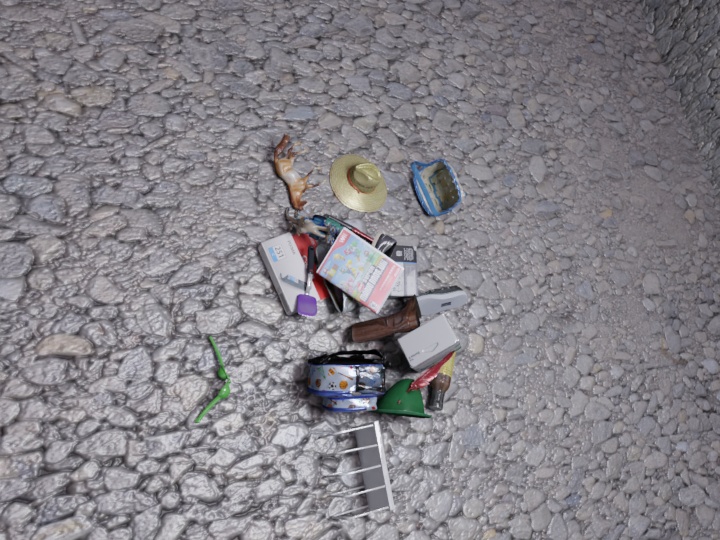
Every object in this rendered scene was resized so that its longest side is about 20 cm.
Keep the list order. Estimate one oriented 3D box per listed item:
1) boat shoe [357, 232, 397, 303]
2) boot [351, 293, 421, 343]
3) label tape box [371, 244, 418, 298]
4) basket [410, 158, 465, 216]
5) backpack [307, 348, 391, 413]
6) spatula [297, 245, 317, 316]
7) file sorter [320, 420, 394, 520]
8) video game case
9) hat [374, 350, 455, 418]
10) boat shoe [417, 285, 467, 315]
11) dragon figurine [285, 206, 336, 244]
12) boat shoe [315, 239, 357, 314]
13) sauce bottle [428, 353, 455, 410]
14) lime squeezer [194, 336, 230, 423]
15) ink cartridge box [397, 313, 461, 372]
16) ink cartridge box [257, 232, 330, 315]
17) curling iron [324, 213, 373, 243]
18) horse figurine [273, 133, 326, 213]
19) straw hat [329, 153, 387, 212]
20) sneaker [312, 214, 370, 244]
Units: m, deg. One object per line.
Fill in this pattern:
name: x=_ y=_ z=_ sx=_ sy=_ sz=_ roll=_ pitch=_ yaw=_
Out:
boat shoe: x=0.044 y=-0.002 z=1.589 sx=0.061 sy=0.073 sz=0.205 roll=17 pitch=83 yaw=19
boot: x=0.067 y=0.135 z=1.606 sx=0.187 sy=0.195 sz=0.066 roll=-60 pitch=131 yaw=-73
label tape box: x=0.067 y=0.003 z=1.665 sx=0.195 sy=0.063 sz=0.149 roll=2 pitch=82 yaw=-27
basket: x=0.236 y=-0.251 z=1.804 sx=0.199 sy=0.137 sz=0.180 roll=-7 pitch=72 yaw=-61
backpack: x=-0.042 y=0.275 z=1.463 sx=0.185 sy=0.199 sz=0.159 roll=10 pitch=77 yaw=-18
spatula: x=-0.135 y=0.026 z=1.537 sx=0.055 sy=0.021 sz=0.205 roll=13 pitch=65 yaw=-23
file sorter: x=-0.015 y=0.485 z=1.418 sx=0.121 sy=0.139 sz=0.206 roll=-4 pitch=73 yaw=-25
video game case: x=0.000 y=0.000 z=1.549 sx=0.198 sy=0.017 sz=0.145 roll=33 pitch=82 yaw=-2
hat: x=0.118 y=0.288 z=1.530 sx=0.196 sy=0.164 sz=0.181 roll=15 pitch=73 yaw=-31
boat shoe: x=0.226 y=0.085 z=1.740 sx=0.195 sy=0.070 sz=0.057 roll=-6 pitch=39 yaw=-22
dragon figurine: x=-0.136 y=-0.119 z=1.577 sx=0.098 sy=0.199 sz=0.060 roll=16 pitch=97 yaw=-34
boat shoe: x=-0.071 y=0.016 z=1.577 sx=0.064 sy=0.073 sz=0.207 roll=-19 pitch=89 yaw=-62
sauce bottle: x=0.229 y=0.294 z=1.660 sx=0.064 sy=0.065 sz=0.204 roll=24 pitch=64 yaw=-17
lime squeezer: x=-0.342 y=0.262 z=1.393 sx=0.068 sy=0.038 sz=0.206 roll=1 pitch=69 yaw=7
ink cartridge box: x=0.188 y=0.198 z=1.561 sx=0.144 sy=0.200 sz=0.085 roll=-30 pitch=73 yaw=3
ink cartridge box: x=-0.160 y=-0.005 z=1.575 sx=0.173 sy=0.045 sz=0.204 roll=-22 pitch=83 yaw=-31
curling iron: x=-0.020 y=-0.107 z=1.695 sx=0.198 sy=0.025 sz=0.050 roll=36 pitch=62 yaw=-12
horse figurine: x=-0.184 y=-0.280 z=1.652 sx=0.132 sy=0.050 sz=0.202 roll=-38 pitch=100 yaw=-16
straw hat: x=0.013 y=-0.279 z=1.740 sx=0.196 sy=0.085 sz=0.207 roll=10 pitch=68 yaw=-25
sneaker: x=-0.065 y=-0.079 z=1.628 sx=0.197 sy=0.074 sz=0.089 roll=32 pitch=101 yaw=17
